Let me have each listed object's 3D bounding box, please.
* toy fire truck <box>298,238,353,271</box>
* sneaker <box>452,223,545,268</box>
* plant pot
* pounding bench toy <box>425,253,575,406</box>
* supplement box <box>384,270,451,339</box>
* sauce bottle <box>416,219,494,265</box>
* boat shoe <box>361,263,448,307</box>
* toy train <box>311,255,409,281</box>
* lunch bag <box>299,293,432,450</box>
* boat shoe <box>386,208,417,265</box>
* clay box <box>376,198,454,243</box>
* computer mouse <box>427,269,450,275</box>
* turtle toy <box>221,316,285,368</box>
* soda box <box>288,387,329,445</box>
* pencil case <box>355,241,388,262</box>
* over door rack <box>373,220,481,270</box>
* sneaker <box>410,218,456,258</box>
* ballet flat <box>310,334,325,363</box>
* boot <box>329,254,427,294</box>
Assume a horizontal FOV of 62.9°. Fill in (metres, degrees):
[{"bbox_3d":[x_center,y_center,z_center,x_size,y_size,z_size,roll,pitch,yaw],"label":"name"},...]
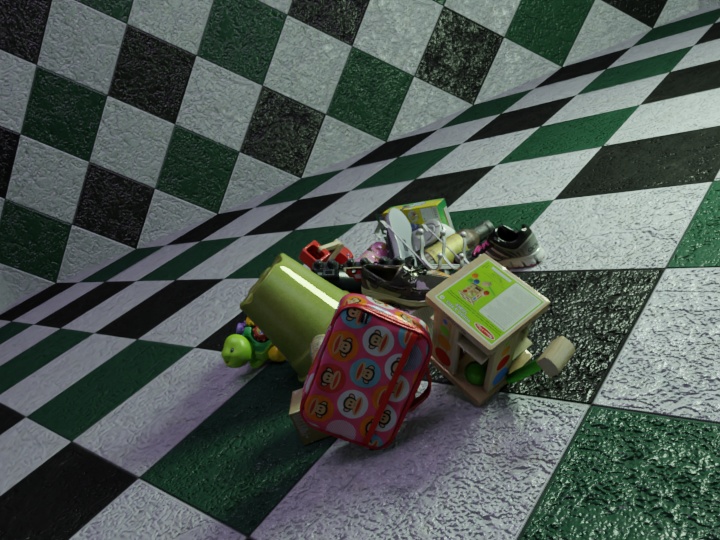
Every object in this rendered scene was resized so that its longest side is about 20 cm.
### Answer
[{"bbox_3d":[-0.073,-0.022,1.326,0.048,0.142,0.199,36,39,14],"label":"toy fire truck"},{"bbox_3d":[0.279,-0.050,1.231,0.197,0.089,0.074,-9,24,36],"label":"sneaker"},{"bbox_3d":[-0.120,0.074,1.114,0.201,0.184,0.201,-48,10,12],"label":"plant pot"},{"bbox_3d":[0.200,0.113,0.846,0.123,0.158,0.200,-31,52,-24],"label":"pounding bench toy"},{"bbox_3d":[0.100,0.082,1.116,0.198,0.075,0.126,-30,20,-16],"label":"supplement box"},{"bbox_3d":[0.220,-0.052,1.338,0.198,0.066,0.065,-30,21,-17],"label":"sauce bottle"},{"bbox_3d":[0.081,0.021,1.073,0.197,0.066,0.073,0,28,32],"label":"boat shoe"},{"bbox_3d":[0.000,0.000,1.162,0.196,0.047,0.034,-3,-17,8],"label":"toy train"},{"bbox_3d":[0.018,0.150,0.848,0.173,0.203,0.082,21,14,-5],"label":"lunch bag"},{"bbox_3d":[0.086,-0.060,1.394,0.057,0.068,0.203,-43,40,38],"label":"boat shoe"},{"bbox_3d":[0.139,-0.111,1.501,0.198,0.117,0.047,-3,27,43],"label":"clay box"},{"bbox_3d":[0.115,0.034,1.297,0.198,0.034,0.059,-14,46,38],"label":"computer mouse"},{"bbox_3d":[-0.218,0.141,1.275,0.144,0.102,0.200,-4,35,43],"label":"turtle toy"},{"bbox_3d":[-0.013,0.205,0.947,0.197,0.065,0.068,-21,20,7],"label":"soda box"},{"bbox_3d":[0.005,0.010,1.391,0.086,0.084,0.200,-20,17,47],"label":"pencil case"},{"bbox_3d":[0.144,-0.063,1.220,0.146,0.068,0.199,1,24,-41],"label":"over door rack"},{"bbox_3d":[0.149,-0.058,1.437,0.079,0.078,0.199,14,-22,-35],"label":"sneaker"},{"bbox_3d":[0.008,0.130,0.992,0.196,0.072,0.070,1,10,-25],"label":"ballet flat"},{"bbox_3d":[0.030,0.013,1.221,0.166,0.078,0.198,-17,-18,39],"label":"boot"}]
